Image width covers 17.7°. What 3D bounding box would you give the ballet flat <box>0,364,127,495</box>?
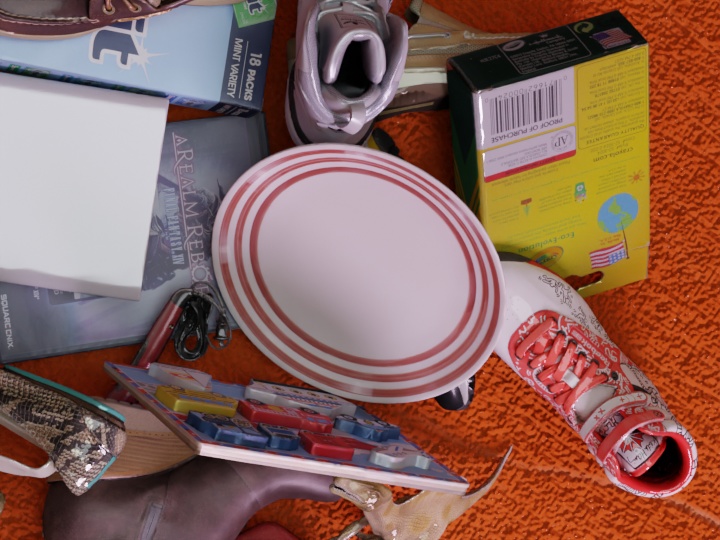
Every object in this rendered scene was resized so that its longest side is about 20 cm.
[{"bbox_3d":[-0.239,0.077,1.447,0.200,0.068,0.075,31,81,19],"label":"ballet flat"}]

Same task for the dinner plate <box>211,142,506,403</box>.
[{"bbox_3d":[0.000,0.000,1.494,0.200,0.200,0.024,44,39,-12],"label":"dinner plate"}]

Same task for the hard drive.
[{"bbox_3d":[-0.231,-0.060,1.482,0.199,0.025,0.132,8,93,-6],"label":"hard drive"}]

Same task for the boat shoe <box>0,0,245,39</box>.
[{"bbox_3d":[-0.144,-0.189,1.441,0.199,0.072,0.072,-8,89,-16],"label":"boat shoe"}]

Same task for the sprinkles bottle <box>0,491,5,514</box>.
[{"bbox_3d":[-0.319,0.104,1.465,0.200,0.068,0.068,45,81,-13],"label":"sprinkles bottle"}]

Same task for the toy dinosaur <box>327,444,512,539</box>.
[{"bbox_3d":[0.039,0.167,1.536,0.101,0.200,0.058,-47,65,25],"label":"toy dinosaur"}]

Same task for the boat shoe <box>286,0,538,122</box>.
[{"bbox_3d":[0.048,-0.149,1.554,0.199,0.072,0.076,-10,83,-14],"label":"boat shoe"}]

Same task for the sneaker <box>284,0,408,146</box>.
[{"bbox_3d":[-0.005,-0.173,1.460,0.075,0.115,0.201,4,86,-10],"label":"sneaker"}]

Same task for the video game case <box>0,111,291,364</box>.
[{"bbox_3d":[-0.152,-0.023,1.530,0.199,0.019,0.143,-8,94,-13],"label":"video game case"}]

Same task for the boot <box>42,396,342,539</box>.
[{"bbox_3d":[-0.108,0.178,1.482,0.199,0.072,0.167,11,75,-13],"label":"boot"}]

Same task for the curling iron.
[{"bbox_3d":[-0.150,0.095,1.519,0.050,0.026,0.200,35,91,-12],"label":"curling iron"}]

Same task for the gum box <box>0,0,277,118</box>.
[{"bbox_3d":[-0.151,-0.202,1.501,0.199,0.045,0.171,9,84,-15],"label":"gum box"}]

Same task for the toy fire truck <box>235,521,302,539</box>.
[{"bbox_3d":[-0.095,0.244,1.518,0.200,0.112,0.168,-26,80,-13],"label":"toy fire truck"}]

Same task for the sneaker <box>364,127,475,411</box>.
[{"bbox_3d":[0.013,0.008,1.557,0.090,0.070,0.201,-19,102,9],"label":"sneaker"}]

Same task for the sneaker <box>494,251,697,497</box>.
[{"bbox_3d":[0.150,0.072,1.541,0.067,0.108,0.201,-43,118,7],"label":"sneaker"}]

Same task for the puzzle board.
[{"bbox_3d":[-0.047,0.096,1.467,0.200,0.151,0.017,13,101,-32],"label":"puzzle board"}]

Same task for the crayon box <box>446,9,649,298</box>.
[{"bbox_3d":[0.128,-0.066,1.552,0.127,0.051,0.200,-17,129,-14],"label":"crayon box"}]
